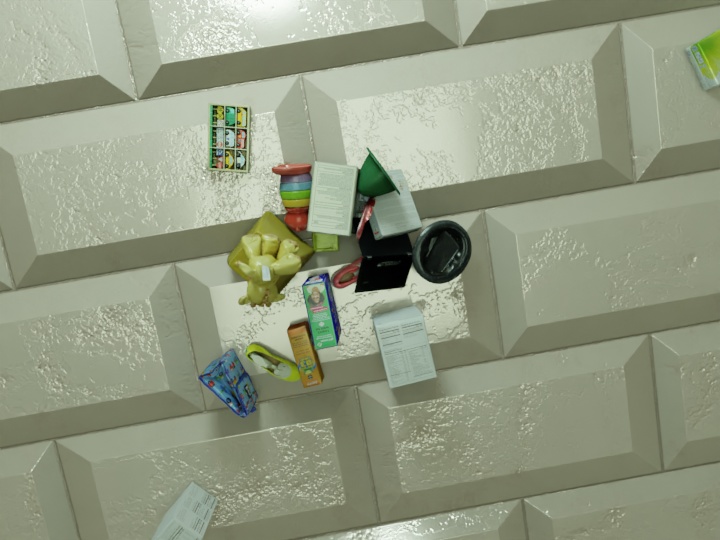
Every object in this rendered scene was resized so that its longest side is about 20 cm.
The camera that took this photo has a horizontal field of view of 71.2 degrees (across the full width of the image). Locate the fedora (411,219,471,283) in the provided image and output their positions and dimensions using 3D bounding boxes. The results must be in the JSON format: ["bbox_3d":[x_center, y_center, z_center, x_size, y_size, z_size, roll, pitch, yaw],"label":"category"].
[{"bbox_3d":[0.242,-0.059,1.567,0.200,0.092,0.201,-1,93,-12],"label":"fedora"}]

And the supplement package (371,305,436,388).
[{"bbox_3d":[0.134,0.234,1.572,0.150,0.152,0.200,-14,97,-1],"label":"supplement package"}]

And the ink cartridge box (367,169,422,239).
[{"bbox_3d":[0.086,-0.203,1.541,0.162,0.050,0.200,-14,80,-33],"label":"ink cartridge box"}]

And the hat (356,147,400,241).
[{"bbox_3d":[0.002,-0.232,1.451,0.176,0.200,0.166,-36,117,9],"label":"hat"}]

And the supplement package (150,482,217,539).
[{"bbox_3d":[-0.563,0.807,1.589,0.111,0.200,0.156,39,94,-6],"label":"supplement package"}]

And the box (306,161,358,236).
[{"bbox_3d":[-0.081,-0.206,1.460,0.128,0.109,0.200,7,97,-5],"label":"box"}]

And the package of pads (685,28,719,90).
[{"bbox_3d":[1.128,-0.668,1.546,0.200,0.068,0.155,-30,96,2],"label":"package of pads"}]

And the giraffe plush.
[{"bbox_3d":[-0.255,0.018,1.357,0.172,0.200,0.162,15,129,-5],"label":"giraffe plush"}]

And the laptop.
[{"bbox_3d":[0.058,-0.051,1.560,0.187,0.116,0.200,-5,124,-30],"label":"laptop"}]

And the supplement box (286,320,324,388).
[{"bbox_3d":[-0.175,0.269,1.608,0.066,0.069,0.200,-16,99,2],"label":"supplement box"}]

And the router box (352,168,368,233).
[{"bbox_3d":[-0.039,-0.215,1.551,0.157,0.052,0.200,4,97,-11],"label":"router box"}]

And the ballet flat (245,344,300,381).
[{"bbox_3d":[-0.281,0.304,1.607,0.200,0.067,0.067,32,94,-6],"label":"ballet flat"}]

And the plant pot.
[{"bbox_3d":[-0.281,-0.036,1.503,0.200,0.176,0.200,41,99,-6],"label":"plant pot"}]

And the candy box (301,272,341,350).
[{"bbox_3d":[-0.117,0.121,1.540,0.077,0.169,0.200,-12,97,3],"label":"candy box"}]

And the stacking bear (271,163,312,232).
[{"bbox_3d":[-0.195,-0.218,1.531,0.114,0.121,0.200,-1,107,6],"label":"stacking bear"}]

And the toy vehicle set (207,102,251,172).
[{"bbox_3d":[-0.400,-0.402,1.535,0.124,0.027,0.200,2,97,-2],"label":"toy vehicle set"}]

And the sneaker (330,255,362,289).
[{"bbox_3d":[0.000,0.000,1.570,0.200,0.087,0.074,-34,97,0],"label":"sneaker"}]

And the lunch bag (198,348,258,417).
[{"bbox_3d":[-0.393,0.365,1.567,0.094,0.151,0.200,-34,97,2],"label":"lunch bag"}]

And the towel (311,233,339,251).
[{"bbox_3d":[-0.111,-0.159,1.582,0.086,0.018,0.200,-1,97,-1],"label":"towel"}]
